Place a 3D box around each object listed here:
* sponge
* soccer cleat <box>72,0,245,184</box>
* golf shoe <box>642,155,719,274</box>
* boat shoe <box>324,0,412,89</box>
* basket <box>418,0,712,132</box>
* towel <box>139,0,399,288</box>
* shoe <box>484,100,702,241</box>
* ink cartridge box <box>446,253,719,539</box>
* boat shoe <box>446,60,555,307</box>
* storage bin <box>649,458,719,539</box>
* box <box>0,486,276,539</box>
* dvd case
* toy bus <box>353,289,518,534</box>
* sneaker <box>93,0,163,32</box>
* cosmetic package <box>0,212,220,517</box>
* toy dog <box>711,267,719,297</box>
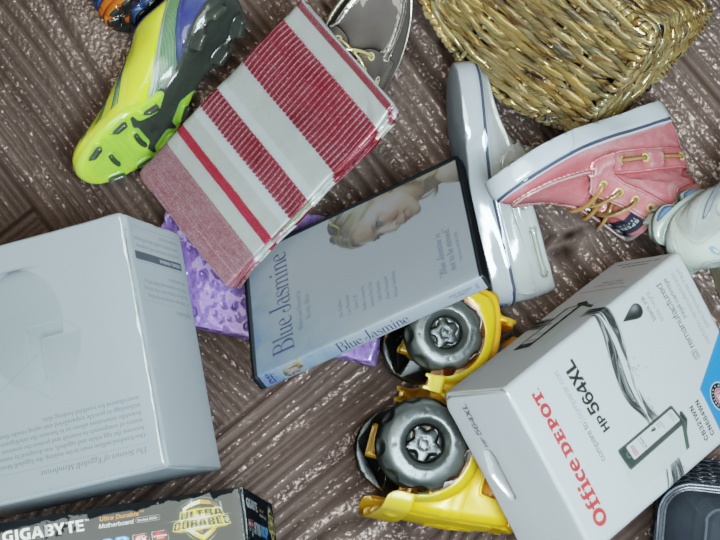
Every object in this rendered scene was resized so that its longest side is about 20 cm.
[{"bbox_3d":[-0.072,0.004,1.672,0.199,0.030,0.112,12,81,8],"label":"sponge"},{"bbox_3d":[-0.176,-0.160,1.702,0.200,0.065,0.084,-52,51,1],"label":"soccer cleat"},{"bbox_3d":[0.317,-0.063,1.587,0.200,0.097,0.078,-44,111,-26],"label":"golf shoe"},{"bbox_3d":[-0.016,-0.157,1.662,0.072,0.060,0.200,31,93,-1],"label":"boat shoe"},{"bbox_3d":[0.161,-0.215,1.667,0.200,0.149,0.143,43,121,10],"label":"basket"},{"bbox_3d":[-0.075,-0.101,1.632,0.200,0.023,0.144,-46,61,11],"label":"towel"},{"bbox_3d":[0.190,-0.065,1.597,0.200,0.071,0.091,-22,82,-40],"label":"shoe"},{"bbox_3d":[0.183,0.101,1.530,0.200,0.084,0.146,-36,103,-30],"label":"ink cartridge box"},{"bbox_3d":[0.115,-0.072,1.634,0.065,0.072,0.201,-12,93,-8],"label":"boat shoe"},{"bbox_3d":[0.321,0.226,1.551,0.199,0.094,0.136,5,98,7],"label":"storage bin"},{"bbox_3d":[-0.173,0.211,1.584,0.199,0.159,0.046,-9,77,5],"label":"box"},{"bbox_3d":[0.000,0.000,1.581,0.199,0.018,0.143,-25,42,15],"label":"dvd case"},{"bbox_3d":[0.104,0.114,1.596,0.191,0.136,0.201,14,80,-6],"label":"toy bus"},{"bbox_3d":[-0.160,-0.295,1.707,0.200,0.075,0.078,-43,76,-4],"label":"sneaker"},{"bbox_3d":[-0.236,0.081,1.614,0.199,0.123,0.201,-14,79,16],"label":"cosmetic package"},{"bbox_3d":[0.347,0.054,1.589,0.132,0.096,0.200,-35,79,0],"label":"toy dog"}]
